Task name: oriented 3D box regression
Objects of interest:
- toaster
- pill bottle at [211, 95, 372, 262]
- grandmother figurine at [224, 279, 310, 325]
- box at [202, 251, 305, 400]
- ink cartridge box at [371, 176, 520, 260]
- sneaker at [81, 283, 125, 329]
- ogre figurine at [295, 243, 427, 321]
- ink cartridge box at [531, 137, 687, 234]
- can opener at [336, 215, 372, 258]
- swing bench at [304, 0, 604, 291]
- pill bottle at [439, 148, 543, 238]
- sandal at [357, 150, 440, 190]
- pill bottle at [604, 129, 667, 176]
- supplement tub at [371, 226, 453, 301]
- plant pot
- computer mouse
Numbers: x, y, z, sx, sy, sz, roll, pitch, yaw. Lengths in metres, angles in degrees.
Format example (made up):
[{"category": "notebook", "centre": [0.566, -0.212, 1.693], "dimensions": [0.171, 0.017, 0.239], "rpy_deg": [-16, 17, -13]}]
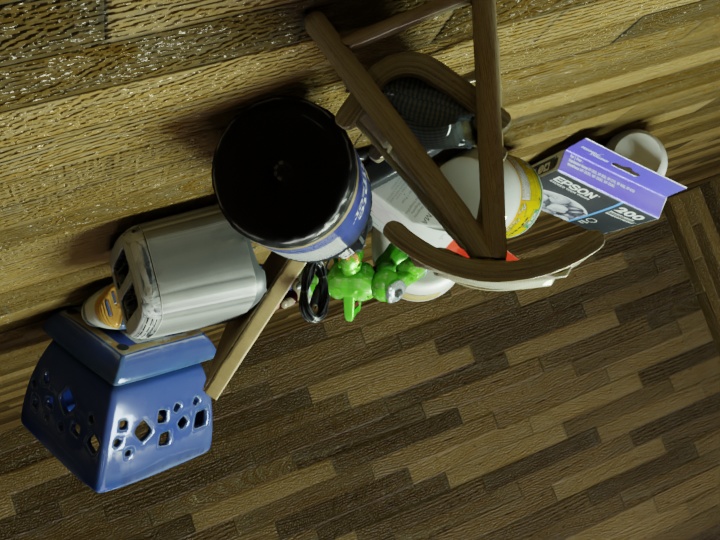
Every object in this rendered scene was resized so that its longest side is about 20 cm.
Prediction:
[{"category": "toaster", "centre": [-0.179, 0.003, 0.930], "dimensions": [0.127, 0.115, 0.200], "rpy_deg": [-14, 174, -25]}, {"category": "pill bottle", "centre": [-0.048, -0.066, 0.754], "dimensions": [0.110, 0.114, 0.200], "rpy_deg": [-20, 174, 4]}, {"category": "grandmother figurine", "centre": [-0.166, 0.056, 1.732], "dimensions": [0.198, 0.062, 0.120], "rpy_deg": [-19, -158, -35]}, {"category": "box", "centre": [-0.107, 0.024, 1.007], "dimensions": [0.201, 0.021, 0.164], "rpy_deg": [-55, -168, 24]}, {"category": "ink cartridge box", "centre": [0.085, -0.040, 1.058], "dimensions": [0.057, 0.200, 0.163], "rpy_deg": [-47, 177, -7]}, {"category": "sneaker", "centre": [-0.267, 0.033, 1.180], "dimensions": [0.198, 0.077, 0.087], "rpy_deg": [-5, 177, -43]}, {"category": "ogre figurine", "centre": [0.000, 0.000, 1.188], "dimensions": [0.120, 0.197, 0.099], "rpy_deg": [-63, 173, -59]}, {"category": "ink cartridge box", "centre": [0.358, -0.122, 1.393], "dimensions": [0.196, 0.044, 0.200], "rpy_deg": [21, 162, -19]}, {"category": "can opener", "centre": [-0.049, -0.050, 1.140], "dimensions": [0.063, 0.080, 0.199], "rpy_deg": [-27, -174, -26]}, {"category": "swing bench", "centre": [0.067, -0.075, 0.622], "dimensions": [0.128, 0.203, 0.199], "rpy_deg": [-20, 174, 7]}, {"category": "pill bottle", "centre": [0.160, -0.096, 1.156], "dimensions": [0.111, 0.114, 0.199], "rpy_deg": [-22, 174, 23]}, {"category": "sandal", "centre": [-0.001, -0.103, 0.947], "dimensions": [0.198, 0.043, 0.076], "rpy_deg": [-30, 179, -19]}, {"category": "pill bottle", "centre": [0.438, -0.168, 1.468], "dimensions": [0.103, 0.106, 0.200], "rpy_deg": [-21, 173, 10]}, {"category": "supplement tub", "centre": [0.087, -0.031, 1.346], "dimensions": [0.143, 0.147, 0.200], "rpy_deg": [-20, 174, -1]}, {"category": "plant pot", "centre": [-0.318, 0.149, 1.227], "dimensions": [0.198, 0.183, 0.199], "rpy_deg": [27, -156, 33]}, {"category": "computer mouse", "centre": [-0.035, -0.017, 0.974], "dimensions": [0.034, 0.059, 0.201], "rpy_deg": [-17, -149, 30]}]
